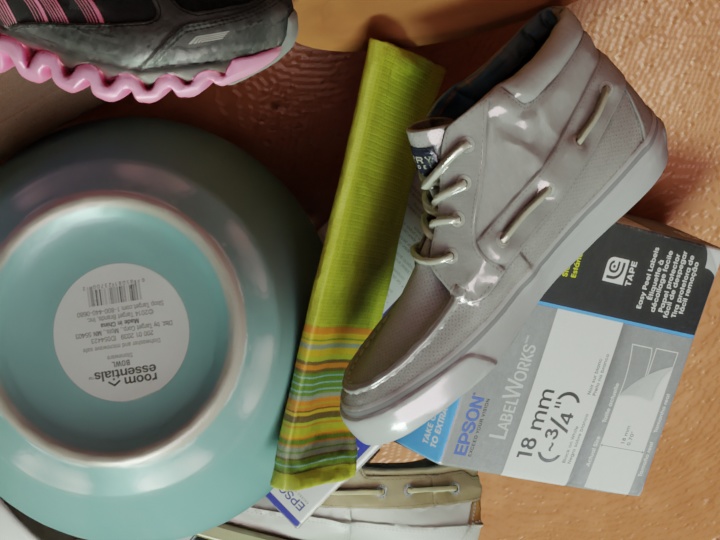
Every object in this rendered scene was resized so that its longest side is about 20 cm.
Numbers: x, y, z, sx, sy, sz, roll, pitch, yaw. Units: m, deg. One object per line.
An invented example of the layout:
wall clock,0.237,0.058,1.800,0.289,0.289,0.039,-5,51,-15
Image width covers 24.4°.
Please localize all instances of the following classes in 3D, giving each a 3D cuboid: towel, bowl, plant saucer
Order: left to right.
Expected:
bowl,-0.107,0.026,0.742,0.199,0.203,0.105,-16,178,-2
towel,0.000,0.000,0.754,0.018,0.086,0.202,14,94,16
plant saucer,0.041,-0.132,0.686,0.198,0.038,0.200,-12,174,-1

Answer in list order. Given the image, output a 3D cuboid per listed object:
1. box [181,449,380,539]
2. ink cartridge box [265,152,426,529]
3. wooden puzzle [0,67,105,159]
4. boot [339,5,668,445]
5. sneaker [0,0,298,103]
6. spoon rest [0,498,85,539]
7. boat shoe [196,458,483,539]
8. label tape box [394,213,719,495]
box,-0.098,0.082,0.885,0.117,0.060,0.200,-49,128,8
ink cartridge box,0.007,0.022,0.815,0.095,0.037,0.200,44,96,4
wooden puzzle,-0.174,-0.121,0.704,0.184,0.047,0.200,-27,133,8
boot,0.043,-0.024,0.735,0.200,0.073,0.096,-47,115,-11
sneaker,-0.119,-0.122,0.629,0.198,0.079,0.096,9,111,1
spoon rest,-0.138,0.153,0.880,0.060,0.099,0.200,-37,117,2
boat shoe,-0.028,0.114,0.864,0.198,0.075,0.069,14,85,-25
label tape box,0.076,0.030,0.871,0.198,0.063,0.146,12,101,-27
